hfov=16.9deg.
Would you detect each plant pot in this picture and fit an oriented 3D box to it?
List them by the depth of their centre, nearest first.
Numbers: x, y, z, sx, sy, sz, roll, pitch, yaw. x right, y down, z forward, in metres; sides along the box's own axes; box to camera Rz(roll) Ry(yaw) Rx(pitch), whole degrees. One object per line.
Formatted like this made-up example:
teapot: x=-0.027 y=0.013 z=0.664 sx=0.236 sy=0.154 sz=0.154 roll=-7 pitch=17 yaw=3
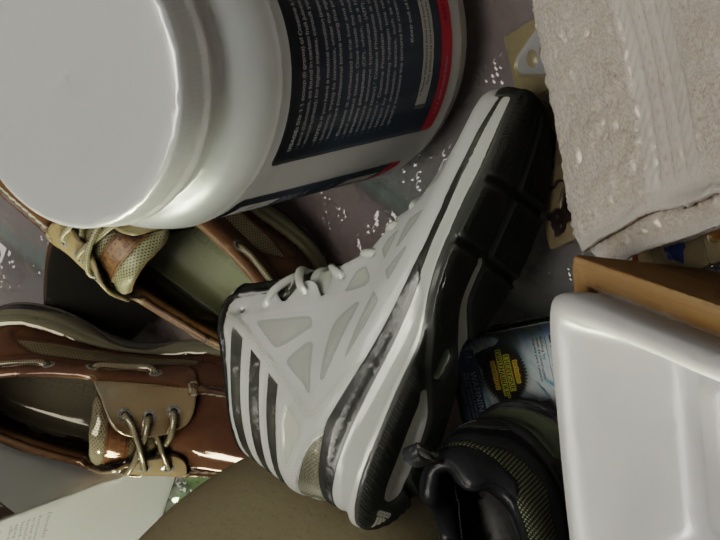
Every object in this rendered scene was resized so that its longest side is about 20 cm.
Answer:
plant pot: x=-0.013 y=0.153 z=1.113 sx=0.199 sy=0.200 sz=0.135 roll=20 pitch=76 yaw=32

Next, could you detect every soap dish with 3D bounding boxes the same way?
soap dish: x=0.155 y=0.084 z=0.915 sx=0.200 sy=0.081 sz=0.158 roll=22 pitch=123 yaw=60

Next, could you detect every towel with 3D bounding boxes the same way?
towel: x=0.116 y=-0.109 z=0.976 sx=0.132 sy=0.034 sz=0.201 roll=-22 pitch=76 yaw=55

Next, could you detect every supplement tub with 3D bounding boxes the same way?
supplement tub: x=-0.060 y=-0.096 z=1.054 sx=0.140 sy=0.199 sz=0.141 roll=9 pitch=105 yaw=35

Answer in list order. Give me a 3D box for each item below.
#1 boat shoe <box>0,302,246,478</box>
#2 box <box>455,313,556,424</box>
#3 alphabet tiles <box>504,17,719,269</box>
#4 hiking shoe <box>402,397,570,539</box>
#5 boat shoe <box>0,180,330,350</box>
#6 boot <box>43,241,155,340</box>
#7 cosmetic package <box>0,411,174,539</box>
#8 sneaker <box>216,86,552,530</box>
boat shoe: x=-0.111 y=0.075 z=1.194 sx=0.199 sy=0.072 sz=0.076 roll=10 pitch=120 yaw=13
box: x=0.122 y=0.114 z=1.075 sx=0.136 sy=0.040 sz=0.201 roll=-13 pitch=92 yaw=38
alphabet tiles: x=0.127 y=-0.083 z=1.000 sx=0.200 sy=0.006 sz=0.168 roll=-26 pitch=73 yaw=55
hiking shoe: x=0.074 y=0.159 z=1.031 sx=0.076 sy=0.100 sz=0.201 roll=-30 pitch=81 yaw=40
boat shoe: x=-0.103 y=-0.024 z=1.142 sx=0.199 sy=0.074 sz=0.076 roll=29 pitch=118 yaw=-6
boot: x=-0.124 y=-0.053 z=1.223 sx=0.076 sy=0.073 sz=0.201 roll=-126 pitch=42 yaw=-52
cosmetic package: x=-0.198 y=0.119 z=1.220 sx=0.113 sy=0.200 sz=0.082 roll=31 pitch=119 yaw=25
sneaker: x=0.000 y=0.000 z=1.055 sx=0.115 sy=0.076 sz=0.202 roll=23 pitch=86 yaw=28
